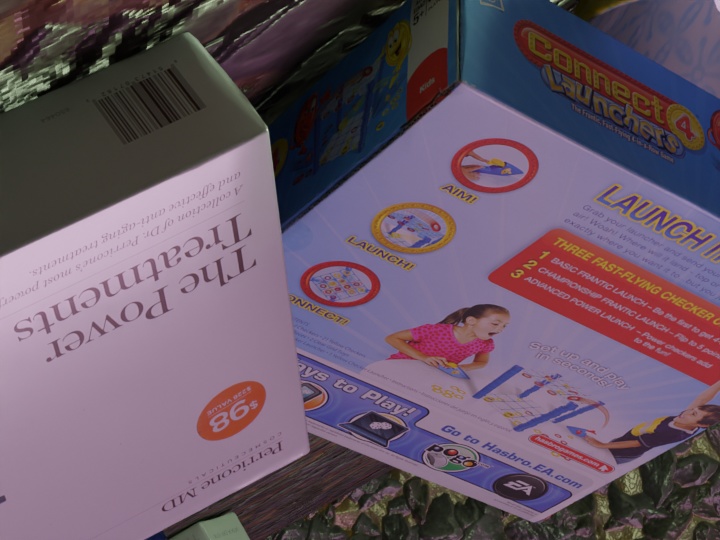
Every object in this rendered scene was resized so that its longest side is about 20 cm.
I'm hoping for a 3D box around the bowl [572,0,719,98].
[{"bbox_3d":[0.179,-0.094,0.652,0.200,0.200,0.108,117,-8,-74],"label":"bowl"}]

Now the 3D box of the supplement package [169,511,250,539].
[{"bbox_3d":[-0.208,0.362,2.023,0.200,0.117,0.117,-32,172,12],"label":"supplement package"}]

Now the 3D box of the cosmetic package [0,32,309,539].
[{"bbox_3d":[-0.115,0.038,0.529,0.200,0.052,0.151,-27,145,-17],"label":"cosmetic package"}]

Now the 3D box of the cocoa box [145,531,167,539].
[{"bbox_3d":[-0.154,0.160,0.805,0.133,0.131,0.200,-23,148,-20],"label":"cocoa box"}]

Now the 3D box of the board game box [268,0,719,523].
[{"bbox_3d":[0.051,0.003,0.671,0.200,0.056,0.196,25,139,-28],"label":"board game box"}]
